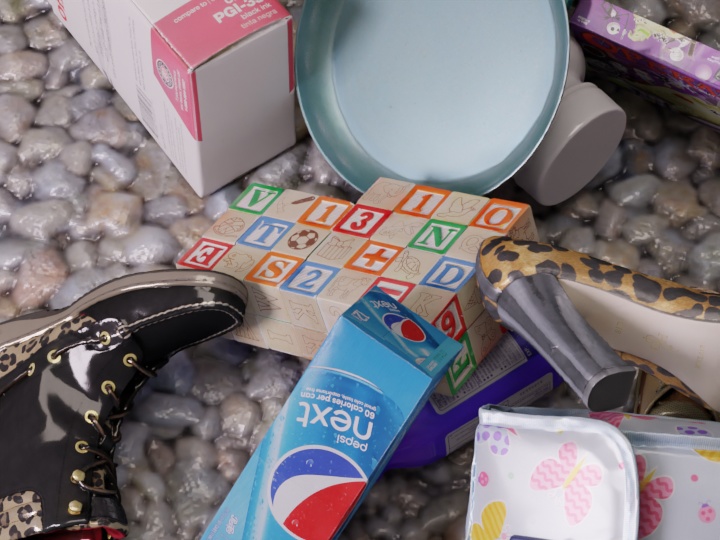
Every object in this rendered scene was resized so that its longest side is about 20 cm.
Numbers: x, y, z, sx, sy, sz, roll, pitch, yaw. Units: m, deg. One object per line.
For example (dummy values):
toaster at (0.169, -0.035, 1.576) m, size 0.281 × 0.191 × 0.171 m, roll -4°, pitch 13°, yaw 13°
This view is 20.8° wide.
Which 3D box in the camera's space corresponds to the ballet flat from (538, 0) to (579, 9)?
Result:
ballet flat at (0.134, -0.212, 1.320) m, size 0.069 × 0.070 × 0.200 m, roll 20°, pitch 18°, yaw 12°

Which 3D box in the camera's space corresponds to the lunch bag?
lunch bag at (0.154, 0.164, 1.060) m, size 0.199 × 0.127 × 0.170 m, roll 6°, pitch 90°, yaw 3°

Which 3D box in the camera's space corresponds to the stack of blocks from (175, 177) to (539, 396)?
stack of blocks at (0.000, 0.000, 1.212) m, size 0.199 × 0.059 × 0.115 m, roll 12°, pitch 46°, yaw 35°

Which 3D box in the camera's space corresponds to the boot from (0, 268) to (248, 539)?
boot at (-0.154, 0.090, 1.179) m, size 0.199 × 0.073 × 0.151 m, roll -16°, pitch 60°, yaw 16°

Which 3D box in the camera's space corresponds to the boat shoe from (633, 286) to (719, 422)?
boat shoe at (0.200, 0.096, 1.188) m, size 0.075 × 0.074 × 0.201 m, roll 9°, pitch 60°, yaw 9°

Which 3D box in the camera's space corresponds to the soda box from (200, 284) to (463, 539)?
soda box at (-0.025, 0.111, 1.112) m, size 0.064 × 0.200 × 0.068 m, roll 34°, pitch 22°, yaw 7°

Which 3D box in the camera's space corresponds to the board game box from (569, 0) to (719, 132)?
board game box at (0.236, -0.117, 1.291) m, size 0.199 × 0.120 × 0.032 m, roll 27°, pitch 82°, yaw 17°

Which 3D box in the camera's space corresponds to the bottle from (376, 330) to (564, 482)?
bottle at (0.035, 0.077, 1.207) m, size 0.200 × 0.065 × 0.084 m, roll -31°, pitch 54°, yaw -16°

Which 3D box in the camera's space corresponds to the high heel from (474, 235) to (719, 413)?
high heel at (0.168, 0.017, 1.125) m, size 0.199 × 0.072 × 0.143 m, roll -3°, pitch 37°, yaw -33°

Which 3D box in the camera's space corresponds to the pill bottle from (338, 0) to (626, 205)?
pill bottle at (0.079, -0.137, 1.308) m, size 0.111 × 0.111 × 0.200 m, roll -36°, pitch 65°, yaw -19°

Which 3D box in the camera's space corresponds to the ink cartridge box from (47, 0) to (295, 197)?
ink cartridge box at (-0.132, -0.173, 1.311) m, size 0.083 × 0.147 × 0.200 m, roll -31°, pitch 64°, yaw -18°

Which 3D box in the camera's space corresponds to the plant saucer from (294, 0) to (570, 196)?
plant saucer at (0.048, -0.138, 1.247) m, size 0.199 × 0.027 × 0.201 m, roll 0°, pitch 90°, yaw 32°
